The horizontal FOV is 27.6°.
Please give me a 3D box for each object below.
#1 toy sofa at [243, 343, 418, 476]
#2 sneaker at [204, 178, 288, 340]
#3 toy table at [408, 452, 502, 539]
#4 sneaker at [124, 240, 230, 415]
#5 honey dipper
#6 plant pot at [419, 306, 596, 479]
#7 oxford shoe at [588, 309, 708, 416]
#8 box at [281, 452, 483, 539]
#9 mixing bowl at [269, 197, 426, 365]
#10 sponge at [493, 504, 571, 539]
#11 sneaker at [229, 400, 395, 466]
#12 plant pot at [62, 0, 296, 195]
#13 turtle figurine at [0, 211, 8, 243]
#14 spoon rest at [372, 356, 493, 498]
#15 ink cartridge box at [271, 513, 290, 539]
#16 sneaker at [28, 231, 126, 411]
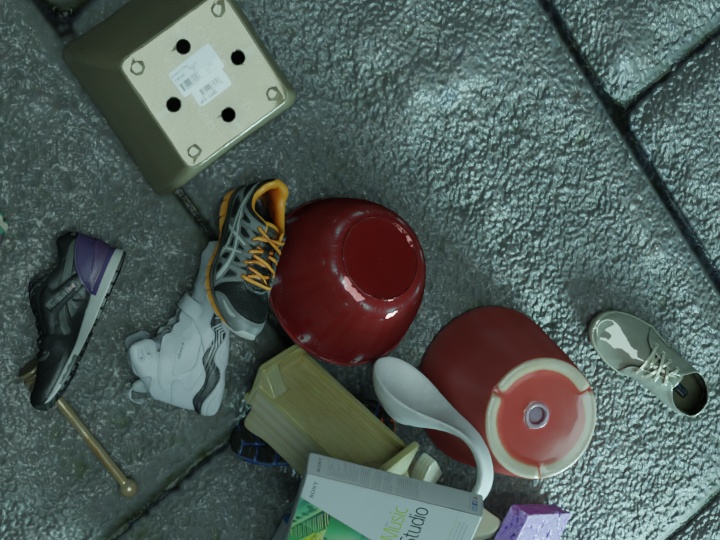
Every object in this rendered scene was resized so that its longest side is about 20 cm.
[{"bbox_3d":[-0.037,0.185,1.678,0.082,0.200,0.098,-30,153,-42],"label":"toy sofa"},{"bbox_3d":[-0.121,-0.019,1.636,0.078,0.077,0.203,26,51,-38],"label":"sneaker"},{"bbox_3d":[0.063,0.294,1.753,0.199,0.184,0.118,36,77,14],"label":"toy table"},{"bbox_3d":[-0.208,0.064,1.679,0.113,0.075,0.203,5,95,-15],"label":"sneaker"},{"bbox_3d":[-0.320,0.185,1.691,0.038,0.038,0.201,-37,111,-7],"label":"honey dipper"},{"bbox_3d":[0.182,0.156,1.754,0.197,0.177,0.204,-2,98,-15],"label":"plant pot"},{"bbox_3d":[0.373,0.119,1.867,0.199,0.058,0.075,39,90,-16],"label":"oxford shoe"},{"bbox_3d":[0.021,0.282,1.611,0.197,0.037,0.146,15,128,-3],"label":"box"},{"bbox_3d":[0.000,0.000,1.674,0.197,0.108,0.203,7,74,-24],"label":"mixing bowl"},{"bbox_3d":[0.200,0.342,1.796,0.030,0.200,0.113,26,92,24],"label":"sponge"},{"bbox_3d":[-0.057,0.206,1.747,0.197,0.079,0.076,-2,61,0],"label":"sneaker"},{"bbox_3d":[-0.182,-0.207,1.590,0.199,0.177,0.201,-36,107,-8],"label":"plant pot"},{"bbox_3d":[-0.454,-0.011,1.589,0.147,0.101,0.203,-3,105,-16],"label":"turtle figurine"},{"bbox_3d":[0.086,0.174,1.679,0.061,0.099,0.201,-46,72,25],"label":"spoon rest"},{"bbox_3d":[-0.024,0.415,1.752,0.198,0.147,0.147,29,90,-19],"label":"ink cartridge box"},{"bbox_3d":[-0.340,0.054,1.638,0.087,0.076,0.202,24,73,-7],"label":"sneaker"}]
